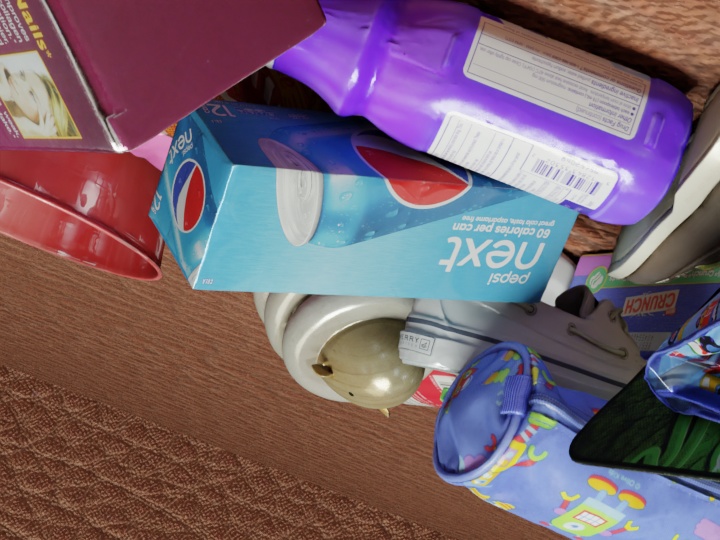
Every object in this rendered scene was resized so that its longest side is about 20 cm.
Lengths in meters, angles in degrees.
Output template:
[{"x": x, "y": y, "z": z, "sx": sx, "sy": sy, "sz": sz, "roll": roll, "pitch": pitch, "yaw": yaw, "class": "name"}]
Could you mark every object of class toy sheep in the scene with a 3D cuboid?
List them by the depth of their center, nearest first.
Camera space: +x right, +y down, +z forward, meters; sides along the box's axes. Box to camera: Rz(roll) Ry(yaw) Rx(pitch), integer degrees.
[{"x": 0.000, "y": 0.000, "z": 0.904, "sx": 0.138, "sy": 0.200, "sz": 0.138, "roll": -5, "pitch": 134, "yaw": -5, "class": "toy sheep"}]

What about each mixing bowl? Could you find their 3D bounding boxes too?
[{"x": -0.194, "y": -0.082, "z": 0.948, "sx": 0.200, "sy": 0.109, "sz": 0.200, "roll": 22, "pitch": 169, "yaw": 4, "class": "mixing bowl"}]

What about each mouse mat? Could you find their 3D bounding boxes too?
[{"x": 0.201, "y": 0.028, "z": 0.691, "sx": 0.161, "sy": 0.200, "sz": 0.008, "roll": -2, "pitch": 125, "yaw": 56, "class": "mouse mat"}]

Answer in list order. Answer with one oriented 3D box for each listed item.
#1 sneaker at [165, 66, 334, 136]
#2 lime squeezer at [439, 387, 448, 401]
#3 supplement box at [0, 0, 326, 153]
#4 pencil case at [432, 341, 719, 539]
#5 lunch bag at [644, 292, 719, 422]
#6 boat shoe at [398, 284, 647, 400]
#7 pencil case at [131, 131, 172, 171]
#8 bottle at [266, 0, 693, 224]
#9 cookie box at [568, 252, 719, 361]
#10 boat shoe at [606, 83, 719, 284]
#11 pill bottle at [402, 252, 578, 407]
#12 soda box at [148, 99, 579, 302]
[{"x": -0.066, "y": -0.083, "z": 0.771, "sx": 0.077, "sy": 0.073, "sz": 0.200, "roll": 5, "pitch": 141, "yaw": 39, "class": "sneaker"}, {"x": 0.149, "y": 0.097, "z": 0.914, "sx": 0.200, "sy": 0.038, "sz": 0.071, "roll": 11, "pitch": 151, "yaw": 38, "class": "lime squeezer"}, {"x": -0.127, "y": -0.125, "z": 0.596, "sx": 0.200, "sy": 0.103, "sz": 0.131, "roll": 9, "pitch": 128, "yaw": 54, "class": "supplement box"}, {"x": 0.136, "y": 0.106, "z": 0.777, "sx": 0.200, "sy": 0.078, "sz": 0.087, "roll": 26, "pitch": 144, "yaw": -18, "class": "pencil case"}, {"x": 0.203, "y": 0.000, "z": 0.624, "sx": 0.094, "sy": 0.150, "sz": 0.200, "roll": 53, "pitch": 168, "yaw": -5, "class": "lunch bag"}, {"x": 0.119, "y": 0.041, "z": 0.833, "sx": 0.200, "sy": 0.067, "sz": 0.074, "roll": 16, "pitch": 176, "yaw": -26, "class": "boat shoe"}, {"x": -0.117, "y": -0.098, "z": 0.840, "sx": 0.200, "sy": 0.091, "sz": 0.094, "roll": 25, "pitch": -167, "yaw": -17, "class": "pencil case"}, {"x": 0.048, "y": -0.084, "z": 0.704, "sx": 0.200, "sy": 0.065, "sz": 0.084, "roll": 21, "pitch": 169, "yaw": -2, "class": "bottle"}, {"x": 0.246, "y": 0.060, "z": 0.946, "sx": 0.200, "sy": 0.075, "sz": 0.171, "roll": 29, "pitch": 164, "yaw": -27, "class": "cookie box"}, {"x": 0.169, "y": -0.032, "z": 0.728, "sx": 0.059, "sy": 0.072, "sz": 0.200, "roll": 23, "pitch": 160, "yaw": 0, "class": "boat shoe"}, {"x": 0.057, "y": 0.038, "z": 1.051, "sx": 0.112, "sy": 0.112, "sz": 0.200, "roll": 29, "pitch": 164, "yaw": -31, "class": "pill bottle"}, {"x": 0.006, "y": -0.031, "z": 0.741, "sx": 0.200, "sy": 0.068, "sz": 0.064, "roll": 2, "pitch": -147, "yaw": -33, "class": "soda box"}]
